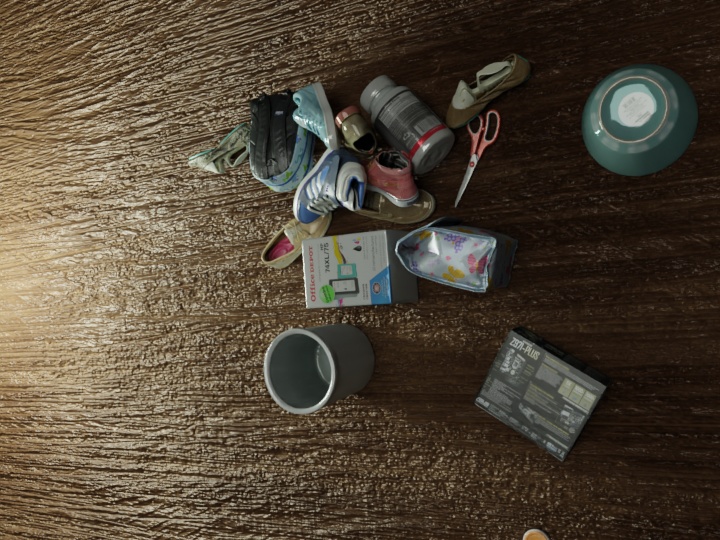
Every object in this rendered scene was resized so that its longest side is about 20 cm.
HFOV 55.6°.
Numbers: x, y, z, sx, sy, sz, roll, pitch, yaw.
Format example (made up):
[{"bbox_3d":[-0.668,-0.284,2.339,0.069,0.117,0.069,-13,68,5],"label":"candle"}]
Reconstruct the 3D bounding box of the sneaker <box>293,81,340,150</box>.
[{"bbox_3d":[-0.095,-0.310,1.417,0.081,0.074,0.201,-20,47,1],"label":"sneaker"}]

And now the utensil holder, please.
[{"bbox_3d":[-0.079,0.200,1.441,0.168,0.199,0.173,0,90,27],"label":"utensil holder"}]

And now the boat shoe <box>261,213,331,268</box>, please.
[{"bbox_3d":[-0.147,-0.076,1.544,0.200,0.069,0.074,-45,71,19],"label":"boat shoe"}]

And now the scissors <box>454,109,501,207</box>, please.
[{"bbox_3d":[0.236,-0.224,1.376,0.072,0.014,0.203,11,94,25],"label":"scissors"}]

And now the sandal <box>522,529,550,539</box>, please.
[{"bbox_3d":[0.353,0.607,1.303,0.078,0.059,0.209,-23,81,26],"label":"sandal"}]

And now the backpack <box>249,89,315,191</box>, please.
[{"bbox_3d":[-0.173,-0.279,1.522,0.161,0.154,0.202,-6,60,20],"label":"backpack"}]

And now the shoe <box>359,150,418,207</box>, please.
[{"bbox_3d":[0.043,-0.210,1.404,0.200,0.071,0.092,36,150,43],"label":"shoe"}]

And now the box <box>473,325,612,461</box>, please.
[{"bbox_3d":[0.341,0.227,1.288,0.199,0.086,0.165,30,104,23],"label":"box"}]

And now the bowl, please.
[{"bbox_3d":[0.482,-0.273,1.199,0.198,0.105,0.204,0,91,28],"label":"bowl"}]

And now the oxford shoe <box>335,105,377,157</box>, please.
[{"bbox_3d":[0.002,-0.261,1.393,0.070,0.200,0.075,-32,75,9],"label":"oxford shoe"}]

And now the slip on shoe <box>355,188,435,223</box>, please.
[{"bbox_3d":[0.059,-0.143,1.442,0.198,0.060,0.077,12,96,27],"label":"slip on shoe"}]

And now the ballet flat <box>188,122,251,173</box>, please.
[{"bbox_3d":[-0.328,-0.279,1.643,0.198,0.068,0.076,-26,95,23],"label":"ballet flat"}]

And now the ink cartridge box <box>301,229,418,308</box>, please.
[{"bbox_3d":[0.000,0.000,1.427,0.198,0.146,0.149,-6,88,27],"label":"ink cartridge box"}]

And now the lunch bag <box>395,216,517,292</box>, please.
[{"bbox_3d":[0.183,-0.037,1.319,0.198,0.169,0.129,13,98,27],"label":"lunch bag"}]

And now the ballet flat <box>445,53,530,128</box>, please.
[{"bbox_3d":[0.237,-0.358,1.337,0.199,0.072,0.069,-30,54,25],"label":"ballet flat"}]

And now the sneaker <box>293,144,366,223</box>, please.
[{"bbox_3d":[-0.060,-0.149,1.417,0.201,0.080,0.147,-56,42,23],"label":"sneaker"}]

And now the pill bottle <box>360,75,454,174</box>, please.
[{"bbox_3d":[0.091,-0.303,1.395,0.111,0.110,0.200,-47,71,20],"label":"pill bottle"}]
